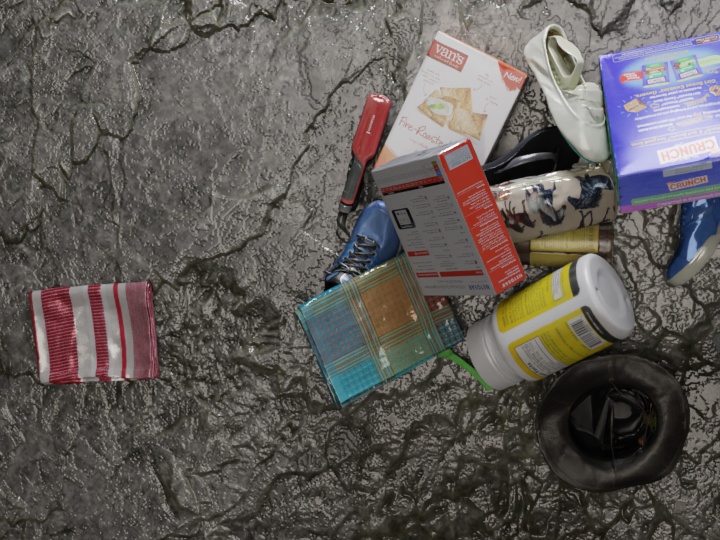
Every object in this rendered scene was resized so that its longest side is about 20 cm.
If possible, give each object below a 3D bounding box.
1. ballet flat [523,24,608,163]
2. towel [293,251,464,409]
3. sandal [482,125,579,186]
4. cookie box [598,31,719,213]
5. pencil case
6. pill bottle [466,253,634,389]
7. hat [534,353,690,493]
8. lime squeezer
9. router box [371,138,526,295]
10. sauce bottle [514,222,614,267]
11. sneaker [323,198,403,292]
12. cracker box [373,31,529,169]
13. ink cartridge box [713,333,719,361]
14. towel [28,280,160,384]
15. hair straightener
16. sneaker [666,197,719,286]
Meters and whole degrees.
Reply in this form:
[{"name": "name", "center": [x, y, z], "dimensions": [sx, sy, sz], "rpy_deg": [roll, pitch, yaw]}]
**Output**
[{"name": "ballet flat", "center": [0.264, -0.228, 1.384], "dimensions": [0.069, 0.069, 0.202], "rpy_deg": [-30, 60, 15]}, {"name": "towel", "center": [0.026, 0.073, 1.464], "dimensions": [0.198, 0.022, 0.148], "rpy_deg": [-27, 96, -11]}, {"name": "sandal", "center": [0.203, -0.121, 1.433], "dimensions": [0.198, 0.043, 0.077], "rpy_deg": [-27, 115, -5]}, {"name": "cookie box", "center": [0.383, -0.181, 1.341], "dimensions": [0.169, 0.076, 0.202], "rpy_deg": [-9, 53, 14]}, {"name": "pencil case", "center": [0.221, -0.086, 1.393], "dimensions": [0.197, 0.078, 0.091], "rpy_deg": [-12, 116, -7]}, {"name": "pill bottle", "center": [0.241, 0.071, 1.425], "dimensions": [0.199, 0.114, 0.115], "rpy_deg": [-31, 89, 31]}, {"name": "hat", "center": [0.326, 0.190, 1.456], "dimensions": [0.197, 0.081, 0.204], "rpy_deg": [1, 102, 4]}, {"name": "lime squeezer", "center": [0.124, 0.074, 1.510], "dimensions": [0.070, 0.038, 0.203], "rpy_deg": [-14, 93, 14]}, {"name": "router box", "center": [0.104, -0.060, 1.371], "dimensions": [0.048, 0.199, 0.182], "rpy_deg": [-27, 100, -21]}, {"name": "sauce bottle", "center": [0.233, -0.038, 1.456], "dimensions": [0.197, 0.065, 0.066], "rpy_deg": [4, 98, 12]}, {"name": "sneaker", "center": [0.000, 0.000, 1.503], "dimensions": [0.078, 0.089, 0.202], "rpy_deg": [24, 102, 8]}, {"name": "cracker box", "center": [0.120, -0.195, 1.467], "dimensions": [0.133, 0.058, 0.202], "rpy_deg": [27, 101, 8]}, {"name": "ink cartridge box", "center": [0.524, 0.143, 1.339], "dimensions": [0.143, 0.200, 0.147], "rpy_deg": [-17, 93, 15]}, {"name": "towel", "center": [-0.396, 0.094, 1.643], "dimensions": [0.197, 0.023, 0.147], "rpy_deg": [-4, 95, 14]}, {"name": "hair straightener", "center": [0.002, -0.132, 1.494], "dimensions": [0.040, 0.077, 0.203], "rpy_deg": [12, 81, 1]}, {"name": "sneaker", "center": [0.415, -0.089, 1.398], "dimensions": [0.110, 0.077, 0.202], "rpy_deg": [30, 98, 2]}]
